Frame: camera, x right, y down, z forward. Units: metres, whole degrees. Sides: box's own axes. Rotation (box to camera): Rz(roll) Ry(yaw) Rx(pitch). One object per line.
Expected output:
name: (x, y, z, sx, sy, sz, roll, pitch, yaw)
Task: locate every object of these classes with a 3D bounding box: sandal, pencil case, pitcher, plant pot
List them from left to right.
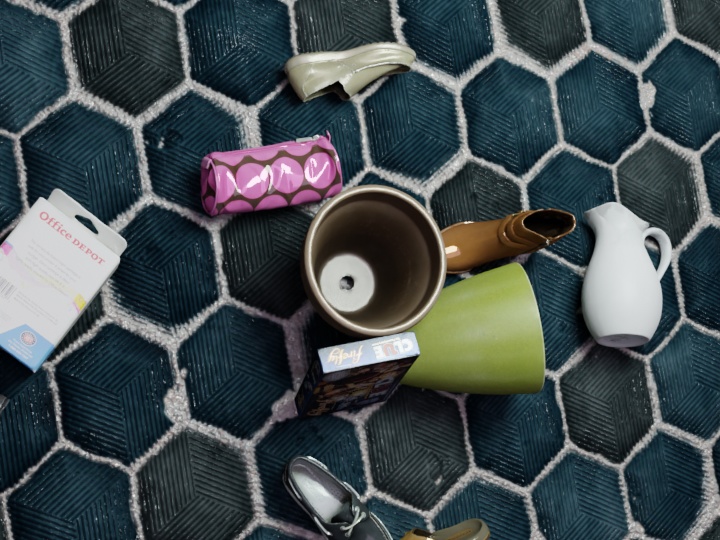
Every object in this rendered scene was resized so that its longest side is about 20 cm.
pencil case: (-0.128, -0.136, 1.387, 0.197, 0.091, 0.095, -13, 123, -19)
plant pot: (0.000, 0.000, 1.360, 0.197, 0.174, 0.204, 3, 79, -15)
sandal: (0.095, 0.391, 1.400, 0.198, 0.080, 0.055, -20, 107, -23)
plant pot: (0.142, 0.099, 1.410, 0.196, 0.187, 0.191, -10, 87, -4)
pitcher: (0.422, 0.015, 1.526, 0.169, 0.121, 0.203, 12, 69, -25)

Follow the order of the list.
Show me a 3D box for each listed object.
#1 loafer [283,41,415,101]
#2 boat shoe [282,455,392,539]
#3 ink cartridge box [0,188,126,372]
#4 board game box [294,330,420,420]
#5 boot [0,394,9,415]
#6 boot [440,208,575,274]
loafer: (-0.013, -0.287, 1.446, 0.196, 0.076, 0.070, -10, 88, -8)
boat shoe: (-0.030, 0.333, 1.352, 0.199, 0.060, 0.076, 37, 69, 8)
ink cartridge box: (-0.405, 0.011, 1.267, 0.128, 0.125, 0.201, 39, 75, -10)
board game box: (-0.009, 0.145, 1.334, 0.133, 0.201, 0.035, -10, 68, -17)
boot: (-0.554, 0.194, 1.238, 0.199, 0.070, 0.132, -40, 101, -12)
boot: (0.205, -0.045, 1.439, 0.197, 0.155, 0.078, -5, 86, -17)
